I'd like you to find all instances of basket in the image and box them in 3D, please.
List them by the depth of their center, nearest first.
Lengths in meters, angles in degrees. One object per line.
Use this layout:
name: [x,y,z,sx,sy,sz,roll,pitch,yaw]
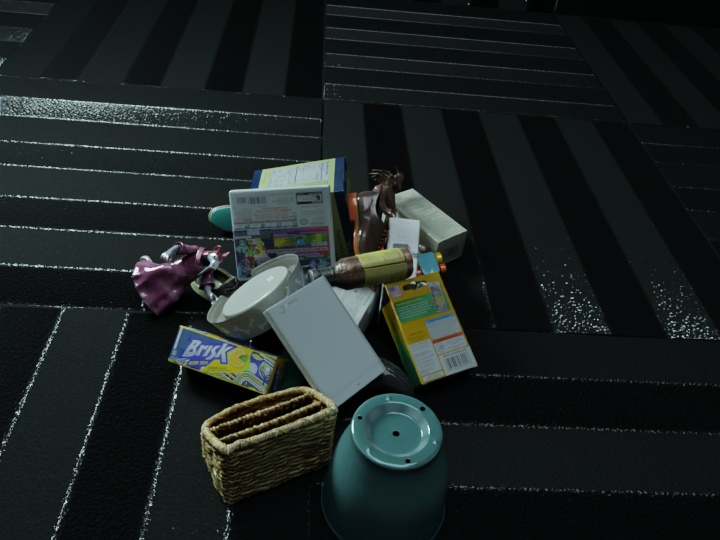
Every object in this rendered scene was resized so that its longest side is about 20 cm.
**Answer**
basket: [-0.151,0.248,1.102,0.200,0.149,0.143,-16,45,-24]

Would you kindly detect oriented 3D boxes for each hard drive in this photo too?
hard drive: [-0.060,0.123,1.188,0.132,0.026,0.200,-32,87,-34]

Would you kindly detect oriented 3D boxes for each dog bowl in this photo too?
dog bowl: [-0.184,0.052,1.273,0.200,0.059,0.200,-28,22,12]

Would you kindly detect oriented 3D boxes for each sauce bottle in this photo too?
sauce bottle: [0.000,0.000,1.293,0.200,0.066,0.066,-8,42,-21]

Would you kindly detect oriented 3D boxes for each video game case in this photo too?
video game case: [-0.152,-0.073,1.362,0.200,0.183,0.023,-3,13,4]

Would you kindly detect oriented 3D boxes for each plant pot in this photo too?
plant pot: [0.044,0.295,1.044,0.200,0.188,0.200,4,39,-3]

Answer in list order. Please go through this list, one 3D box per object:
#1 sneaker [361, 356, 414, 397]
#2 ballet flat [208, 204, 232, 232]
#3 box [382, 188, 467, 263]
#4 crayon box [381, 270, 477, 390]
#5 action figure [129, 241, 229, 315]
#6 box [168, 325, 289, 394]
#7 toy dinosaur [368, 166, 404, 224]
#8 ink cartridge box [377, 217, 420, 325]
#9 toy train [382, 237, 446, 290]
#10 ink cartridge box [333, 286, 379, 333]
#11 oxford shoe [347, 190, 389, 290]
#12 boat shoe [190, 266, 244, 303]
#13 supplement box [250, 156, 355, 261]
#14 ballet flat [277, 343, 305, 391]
sneaker: [0.002,0.191,1.257,0.200,0.076,0.091,29,67,9]
ballet flat: [-0.253,-0.126,1.611,0.200,0.068,0.072,-2,20,-11]
box: [0.147,-0.103,1.624,0.095,0.078,0.200,-21,47,-29]
crayon box: [0.125,0.113,1.316,0.126,0.052,0.200,-14,74,-24]
action figure: [-0.348,0.007,1.373,0.200,0.134,0.149,-26,17,4]
box: [-0.235,0.160,1.228,0.200,0.064,0.070,15,83,18]
toy dinosaur: [0.051,-0.168,1.543,0.086,0.136,0.200,12,11,-1]
ink cartridge box: [0.079,0.006,1.417,0.067,0.116,0.200,7,57,1]
toy train: [0.089,-0.012,1.531,0.200,0.056,0.150,32,62,19]
ink cartridge box: [-0.078,0.067,1.387,0.200,0.076,0.137,19,40,11]
oxford shoe: [0.024,-0.062,1.370,0.072,0.200,0.071,-10,-3,8]
boat shoe: [-0.268,0.045,1.393,0.200,0.065,0.073,28,42,22]
supplement box: [-0.112,-0.111,1.466,0.199,0.200,0.134,-8,39,7]
ballet flat: [-0.112,0.132,1.281,0.068,0.068,0.200,22,81,-15]
